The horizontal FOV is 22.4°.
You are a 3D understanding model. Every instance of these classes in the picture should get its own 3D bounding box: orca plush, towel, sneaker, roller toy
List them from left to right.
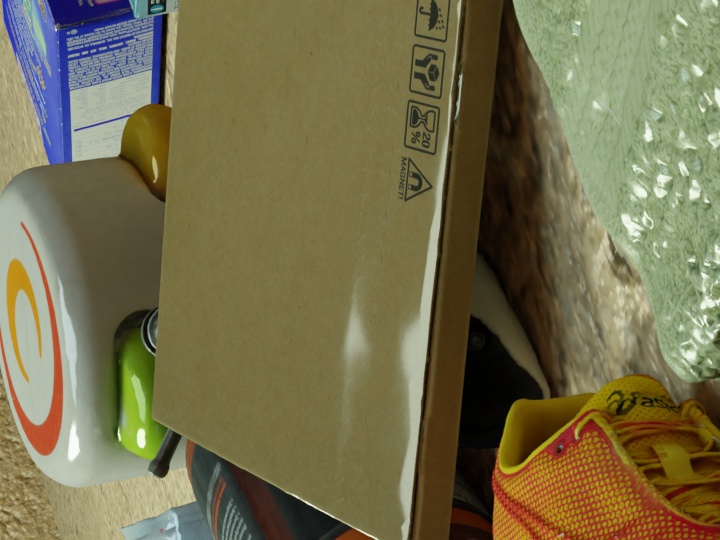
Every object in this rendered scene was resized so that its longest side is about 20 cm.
[{"bbox_3d":[-0.127,0.023,1.051,0.182,0.139,0.201,-47,56,60],"label":"roller toy"},{"bbox_3d":[0.000,0.000,0.705,0.105,0.071,0.200,96,155,-52],"label":"orca plush"},{"bbox_3d":[0.080,0.070,0.496,0.200,0.073,0.078,-169,75,-70],"label":"sneaker"},{"bbox_3d":[0.081,-0.072,0.423,0.200,0.036,0.149,102,149,-58],"label":"towel"}]

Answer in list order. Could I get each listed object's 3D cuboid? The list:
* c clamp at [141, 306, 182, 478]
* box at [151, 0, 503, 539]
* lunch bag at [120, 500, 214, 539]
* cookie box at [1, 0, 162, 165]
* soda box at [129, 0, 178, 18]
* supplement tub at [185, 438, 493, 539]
[{"bbox_3d":[-0.069,0.005,0.854,0.171,0.027,0.200,-61,10,-4],"label":"c clamp"},{"bbox_3d":[-0.019,-0.018,0.663,0.163,0.021,0.201,20,111,47],"label":"box"},{"bbox_3d":[-0.043,0.194,0.908,0.200,0.127,0.170,56,-163,-80],"label":"lunch bag"},{"bbox_3d":[-0.191,-0.173,1.216,0.200,0.075,0.172,104,148,-59],"label":"cookie box"},{"bbox_3d":[-0.102,-0.221,0.866,0.064,0.068,0.201,102,151,-60],"label":"soda box"},{"bbox_3d":[0.003,0.119,0.738,0.200,0.107,0.107,-124,25,-53],"label":"supplement tub"}]
